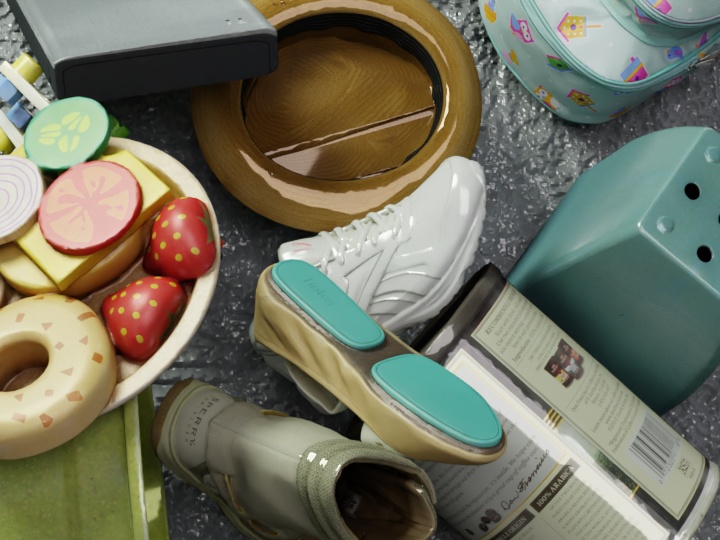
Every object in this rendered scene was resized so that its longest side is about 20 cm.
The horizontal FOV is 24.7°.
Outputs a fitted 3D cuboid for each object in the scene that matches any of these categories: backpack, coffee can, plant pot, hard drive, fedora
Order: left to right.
[{"bbox_3d":[-0.209,0.146,0.961,0.182,0.201,0.203,-6,76,-4],"label":"plant pot"},{"bbox_3d":[-0.148,-0.165,1.065,0.138,0.200,0.033,-11,119,-17],"label":"hard drive"},{"bbox_3d":[-0.017,-0.107,1.127,0.198,0.082,0.203,2,76,-7],"label":"fedora"},{"bbox_3d":[0.110,0.116,1.062,0.200,0.146,0.147,41,69,-1],"label":"coffee can"},{"bbox_3d":[0.190,-0.212,1.179,0.199,0.153,0.177,-36,91,-14],"label":"backpack"},{"bbox_3d":[0.202,-0.004,1.092,0.141,0.200,0.142,39,68,-1],"label":"plant pot"}]

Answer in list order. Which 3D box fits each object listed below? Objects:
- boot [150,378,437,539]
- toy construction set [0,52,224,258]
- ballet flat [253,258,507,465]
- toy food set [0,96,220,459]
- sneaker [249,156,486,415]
[{"bbox_3d":[-0.015,0.138,0.980,0.200,0.154,0.073,43,68,-48],"label":"boot"},{"bbox_3d":[-0.160,-0.039,1.037,0.092,0.131,0.201,-35,55,9],"label":"toy construction set"},{"bbox_3d":[0.008,0.068,0.973,0.068,0.064,0.200,-9,39,-43],"label":"ballet flat"},{"bbox_3d":[-0.176,0.001,0.918,0.200,0.049,0.198,-42,57,-13],"label":"toy food set"},{"bbox_3d":[0.000,0.000,1.047,0.099,0.078,0.201,32,109,-19],"label":"sneaker"}]
